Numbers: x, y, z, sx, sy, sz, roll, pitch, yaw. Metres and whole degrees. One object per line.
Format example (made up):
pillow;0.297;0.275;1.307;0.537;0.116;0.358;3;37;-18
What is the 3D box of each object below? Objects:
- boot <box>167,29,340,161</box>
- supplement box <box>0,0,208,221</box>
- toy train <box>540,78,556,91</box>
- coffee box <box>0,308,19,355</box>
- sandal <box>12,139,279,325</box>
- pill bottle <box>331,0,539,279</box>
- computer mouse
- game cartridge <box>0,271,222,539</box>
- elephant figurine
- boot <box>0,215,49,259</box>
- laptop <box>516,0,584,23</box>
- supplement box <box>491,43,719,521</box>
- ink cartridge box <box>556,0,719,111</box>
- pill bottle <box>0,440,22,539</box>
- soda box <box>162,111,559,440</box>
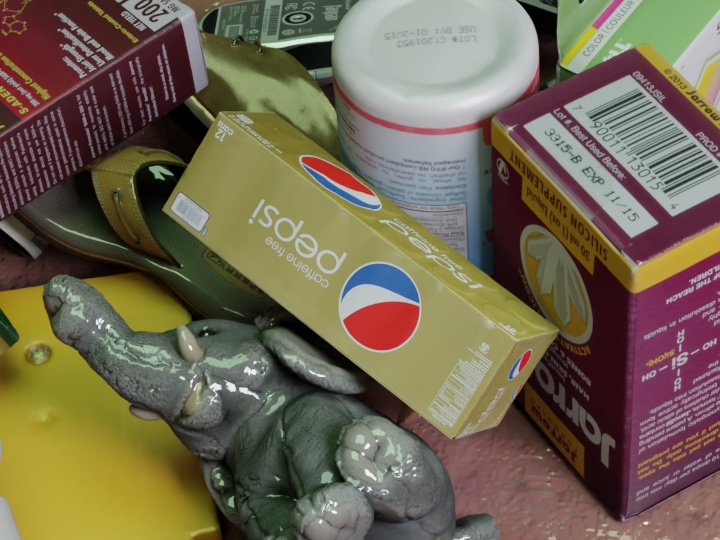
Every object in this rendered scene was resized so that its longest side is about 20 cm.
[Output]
boot;-0.082;-0.114;1.539;0.075;0.074;0.200;-39;71;-7
supplement box;-0.196;-0.098;1.437;0.200;0.061;0.109;-36;53;-22
toy train;0.119;-0.095;1.555;0.199;0.034;0.046;-27;63;-20
coffee box;-0.281;0.011;1.445;0.123;0.044;0.200;-37;46;-3
sandal;-0.113;-0.030;1.446;0.199;0.055;0.082;34;56;12
pill bottle;0.044;-0.052;1.404;0.108;0.201;0.109;-3;47;3
computer mouse;-0.003;-0.139;1.594;0.199;0.044;0.110;-3;31;5
game cartridge;-0.170;0.090;1.411;0.175;0.033;0.201;-8;49;-3
elephant figurine;-0.047;0.074;1.331;0.141;0.155;0.200;-33;58;-11
boot;-0.223;-0.118;1.537;0.200;0.072;0.145;35;81;15
laptop;0.116;-0.241;1.629;0.199;0.116;0.187;11;25;-50
supplement box;0.141;0.007;1.341;0.103;0.201;0.131;-26;50;-19
ink cartridge box;0.159;-0.100;1.439;0.059;0.201;0.104;25;55;25
pill bottle;-0.246;0.069;1.305;0.109;0.110;0.201;-22;79;-15
soda box;0.000;0.000;1.324;0.200;0.064;0.068;38;17;17
